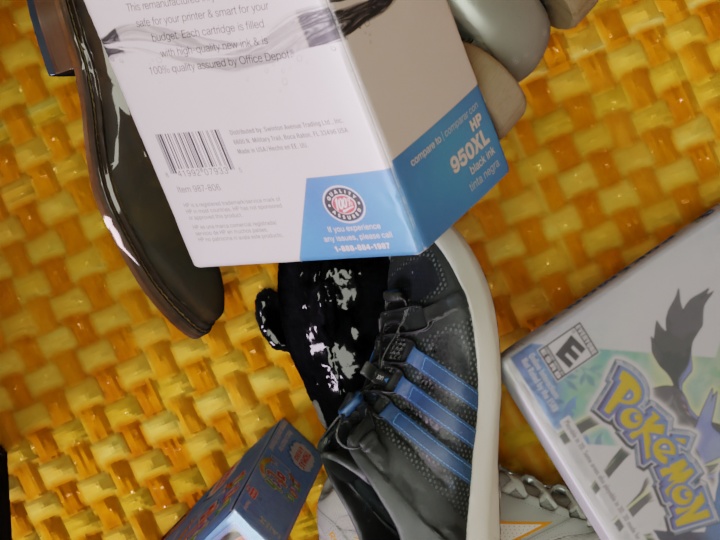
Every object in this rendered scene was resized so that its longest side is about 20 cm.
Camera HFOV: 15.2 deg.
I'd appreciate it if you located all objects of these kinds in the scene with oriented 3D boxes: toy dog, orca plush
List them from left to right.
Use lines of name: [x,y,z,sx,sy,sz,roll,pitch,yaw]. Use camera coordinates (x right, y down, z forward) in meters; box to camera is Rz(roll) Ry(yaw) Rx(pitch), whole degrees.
orca plush: [0.000,0.000,1.325,0.105,0.071,0.201,13,104,5]
toy dog: [0.021,-0.150,1.282,0.132,0.096,0.201,-29,88,-20]

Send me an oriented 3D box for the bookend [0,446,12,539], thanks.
bookend: [-0.269,0.166,1.316,0.199,0.200,0.092,-45,110,7]

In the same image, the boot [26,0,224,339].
boot: [-0.085,-0.071,1.321,0.097,0.075,0.201,-20,97,15]

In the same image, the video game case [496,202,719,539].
video game case: [0.189,0.077,1.306,0.182,0.022,0.200,-34,96,-10]

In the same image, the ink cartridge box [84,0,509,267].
ink cartridge box: [-0.038,-0.110,1.219,0.144,0.084,0.201,-2,118,41]

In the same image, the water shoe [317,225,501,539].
water shoe: [0.021,0.072,1.277,0.079,0.071,0.201,-2,85,-24]

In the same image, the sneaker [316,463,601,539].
sneaker: [0.070,0.125,1.340,0.199,0.076,0.092,-11,103,9]

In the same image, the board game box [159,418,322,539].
board game box: [-0.105,0.172,1.338,0.037,0.151,0.200,42,105,-4]
